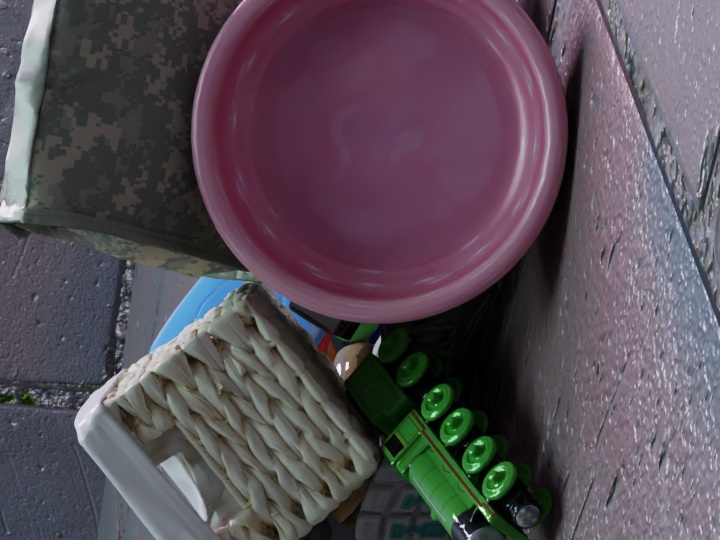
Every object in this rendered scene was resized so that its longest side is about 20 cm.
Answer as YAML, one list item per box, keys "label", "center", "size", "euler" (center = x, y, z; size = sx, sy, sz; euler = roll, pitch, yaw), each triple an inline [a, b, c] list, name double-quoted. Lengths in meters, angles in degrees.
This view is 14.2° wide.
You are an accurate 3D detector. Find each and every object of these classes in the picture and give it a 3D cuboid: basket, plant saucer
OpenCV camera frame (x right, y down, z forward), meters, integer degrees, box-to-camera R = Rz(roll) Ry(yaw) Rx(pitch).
- label: "basket"
  center: [-0.069, 0.092, 1.639]
  size: [0.136, 0.123, 0.200]
  euler: [51, -177, -3]
- label: "plant saucer"
  center: [0.012, -0.073, 1.535]
  size: [0.051, 0.200, 0.201]
  euler: [-17, -67, -80]

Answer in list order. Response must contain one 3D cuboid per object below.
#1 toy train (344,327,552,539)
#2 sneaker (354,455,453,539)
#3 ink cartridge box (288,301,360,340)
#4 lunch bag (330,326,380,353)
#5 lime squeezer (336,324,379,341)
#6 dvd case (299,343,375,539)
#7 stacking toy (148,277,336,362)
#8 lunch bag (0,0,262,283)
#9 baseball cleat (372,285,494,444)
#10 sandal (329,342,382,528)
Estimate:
- label: "toy train"
  center: [0.043, 0.094, 1.544]
  size: [0.056, 0.042, 0.200]
  euler: [-47, 31, 6]
- label: "sneaker"
  center: [0.028, 0.158, 1.667]
  size: [0.091, 0.078, 0.200]
  euler: [-95, 15, -62]
- label: "ink cartridge box"
  center: [0.029, -0.051, 1.668]
  size: [0.200, 0.037, 0.095]
  euler: [-59, -7, 0]
- label: "lunch bag"
  center: [-0.053, 0.045, 2.039]
  size: [0.170, 0.127, 0.200]
  euler: [-112, 38, -69]
- label: "lime squeezer"
  center: [0.000, 0.000, 1.755]
  size: [0.038, 0.071, 0.200]
  euler: [34, 161, 36]
- label: "dvd case"
  center: [-0.028, 0.136, 1.861]
  size: [0.200, 0.018, 0.143]
  euler: [-29, -52, -64]
- label: "stacking toy"
  center: [-0.050, 0.097, 1.922]
  size: [0.110, 0.116, 0.200]
  euler: [-57, -39, -36]
- label: "lunch bag"
  center: [-0.117, -0.087, 1.593]
  size: [0.118, 0.200, 0.164]
  euler: [5, 82, 43]
- label: "baseball cleat"
  center: [0.045, 0.053, 1.673]
  size: [0.200, 0.070, 0.107]
  euler: [92, 173, -69]
- label: "sandal"
  center: [-0.003, 0.124, 1.814]
  size: [0.080, 0.054, 0.200]
  euler: [-86, -13, -45]
